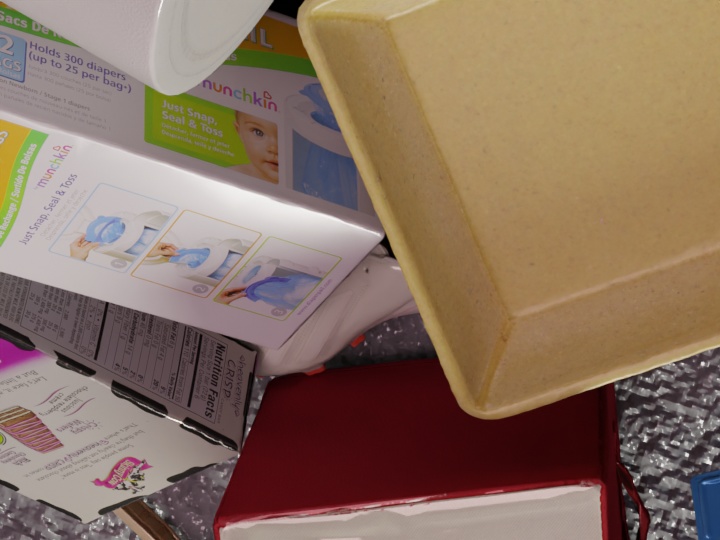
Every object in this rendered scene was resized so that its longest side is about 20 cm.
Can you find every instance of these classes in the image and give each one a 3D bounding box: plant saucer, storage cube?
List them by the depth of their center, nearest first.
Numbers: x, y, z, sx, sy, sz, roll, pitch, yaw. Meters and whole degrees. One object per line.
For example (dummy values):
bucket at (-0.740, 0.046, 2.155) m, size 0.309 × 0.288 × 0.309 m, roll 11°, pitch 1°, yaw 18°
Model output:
plant saucer at (0.101, -0.059, 0.904) m, size 0.199 × 0.048 × 0.201 m, roll -19°, pitch 109°, yaw 12°
storage cube at (0.039, 0.150, 1.037) m, size 0.199 × 0.180 × 0.172 m, roll -7°, pitch 106°, yaw 7°

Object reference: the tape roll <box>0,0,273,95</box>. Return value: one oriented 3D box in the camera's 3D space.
tape roll at (-0.081, -0.185, 0.821) m, size 0.139 × 0.203 × 0.203 m, roll 29°, pitch 115°, yaw 7°

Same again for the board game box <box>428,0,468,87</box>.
board game box at (0.095, -0.177, 0.947) m, size 0.035 × 0.135 × 0.201 m, roll 37°, pitch 119°, yaw 36°

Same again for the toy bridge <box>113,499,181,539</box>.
toy bridge at (-0.129, 0.076, 1.169) m, size 0.067 × 0.027 × 0.201 m, roll -17°, pitch 101°, yaw 24°

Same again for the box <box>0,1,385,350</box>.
box at (-0.101, -0.059, 0.958) m, size 0.199 × 0.113 × 0.101 m, roll 17°, pitch 140°, yaw -26°

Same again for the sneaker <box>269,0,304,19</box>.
sneaker at (-0.010, -0.110, 1.041) m, size 0.200 × 0.060 × 0.104 m, roll 36°, pitch 129°, yaw -3°

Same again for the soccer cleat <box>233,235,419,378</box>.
soccer cleat at (0.000, 0.000, 1.062) m, size 0.199 × 0.070 × 0.078 m, roll -14°, pitch 144°, yaw 25°

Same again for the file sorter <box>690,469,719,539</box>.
file sorter at (0.270, 0.152, 0.987) m, size 0.199 × 0.123 × 0.139 m, roll -17°, pitch 58°, yaw 24°

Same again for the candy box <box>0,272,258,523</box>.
candy box at (-0.168, 0.042, 1.049) m, size 0.200 × 0.061 × 0.136 m, roll 31°, pitch 142°, yaw -31°
